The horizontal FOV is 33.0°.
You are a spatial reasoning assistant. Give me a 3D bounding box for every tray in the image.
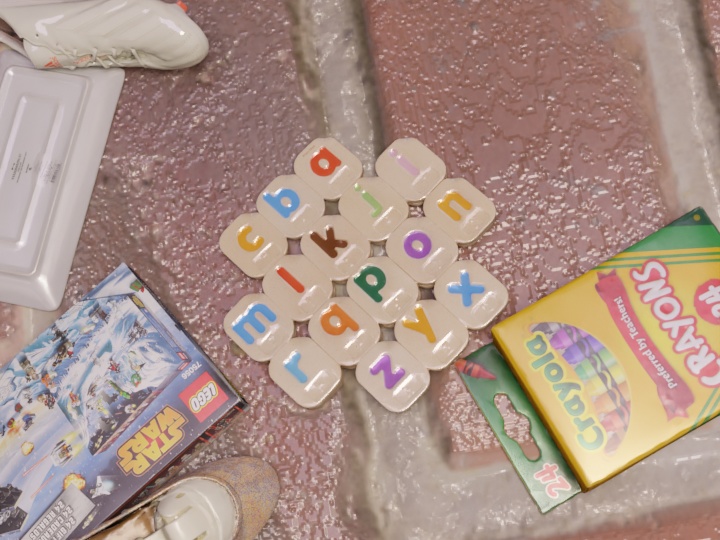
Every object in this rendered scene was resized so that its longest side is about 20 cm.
[{"bbox_3d":[-0.256,-0.075,0.926,0.107,0.022,0.200,10,77,9],"label":"tray"}]

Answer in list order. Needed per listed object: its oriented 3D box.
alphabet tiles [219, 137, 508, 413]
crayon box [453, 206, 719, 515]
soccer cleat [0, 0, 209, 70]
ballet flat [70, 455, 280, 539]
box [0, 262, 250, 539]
[{"bbox_3d":[0.000,0.000,0.873,0.196,0.015,0.200,41,84,21],"label":"alphabet tiles"},{"bbox_3d":[0.178,0.062,0.820,0.200,0.051,0.127,-31,74,-1],"label":"crayon box"},{"bbox_3d":[-0.210,-0.178,0.922,0.200,0.069,0.078,17,59,19],"label":"soccer cleat"},{"bbox_3d":[-0.138,0.183,0.797,0.200,0.067,0.068,-29,85,-16],"label":"ballet flat"},{"bbox_3d":[-0.197,0.111,0.860,0.200,0.040,0.137,-41,73,-5],"label":"box"}]
